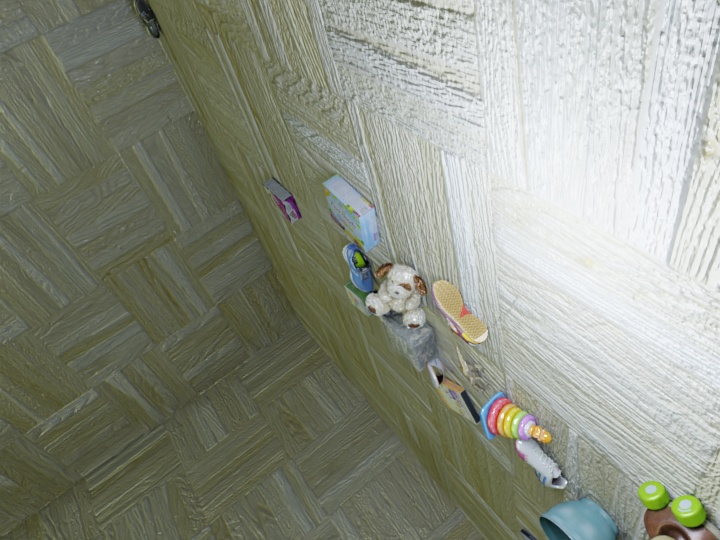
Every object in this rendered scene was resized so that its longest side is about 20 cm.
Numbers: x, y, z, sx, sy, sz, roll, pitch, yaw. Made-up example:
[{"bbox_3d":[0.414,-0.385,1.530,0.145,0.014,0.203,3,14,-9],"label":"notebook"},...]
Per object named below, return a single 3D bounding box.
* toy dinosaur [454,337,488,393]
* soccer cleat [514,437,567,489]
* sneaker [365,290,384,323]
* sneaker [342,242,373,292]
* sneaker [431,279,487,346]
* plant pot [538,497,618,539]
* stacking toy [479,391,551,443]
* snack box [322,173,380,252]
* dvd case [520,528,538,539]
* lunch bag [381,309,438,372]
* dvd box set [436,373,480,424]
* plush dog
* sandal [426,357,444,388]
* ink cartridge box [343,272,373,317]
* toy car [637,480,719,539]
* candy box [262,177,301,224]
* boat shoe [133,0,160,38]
[{"bbox_3d":[0.326,0.304,1.585,0.202,0.058,0.101,60,165,-15],"label":"toy dinosaur"},{"bbox_3d":[0.513,0.536,1.480,0.201,0.070,0.086,52,154,-18],"label":"soccer cleat"},{"bbox_3d":[0.097,0.150,1.973,0.116,0.075,0.200,53,175,-22],"label":"sneaker"},{"bbox_3d":[0.000,0.000,1.918,0.089,0.078,0.202,33,152,59],"label":"sneaker"},{"bbox_3d":[0.250,0.120,1.409,0.201,0.074,0.090,54,159,11],"label":"sneaker"},{"bbox_3d":[0.602,0.705,1.416,0.201,0.133,0.201,51,164,20],"label":"plant pot"},{"bbox_3d":[0.437,0.423,1.443,0.199,0.109,0.117,10,126,53],"label":"stacking toy"},{"bbox_3d":[-0.028,-0.181,1.656,0.200,0.067,0.170,45,161,32],"label":"snack box"},{"bbox_3d":[0.734,1.136,2.095,0.151,0.025,0.200,59,165,-12],"label":"dvd case"},{"bbox_3d":[0.160,0.221,1.808,0.199,0.117,0.165,36,157,39],"label":"lunch bag"},{"bbox_3d":[0.341,0.459,1.899,0.147,0.029,0.200,60,163,-17],"label":"dvd box set"},{"bbox_3d":[0.127,0.054,1.598,0.198,0.161,0.173,20,137,16],"label":"plush dog"},{"bbox_3d":[0.264,0.339,1.860,0.207,0.058,0.080,-99,-9,-76],"label":"sandal"},{"bbox_3d":[-0.010,0.100,2.181,0.200,0.059,0.105,38,156,49],"label":"ink cartridge box"},{"bbox_3d":[0.590,0.555,1.028,0.165,0.199,0.158,57,164,-7],"label":"toy car"},{"bbox_3d":[-0.357,-0.317,2.386,0.200,0.061,0.137,43,160,42],"label":"candy box"},{"bbox_3d":[-1.037,-1.235,2.581,0.066,0.072,0.202,34,156,29],"label":"boat shoe"}]
